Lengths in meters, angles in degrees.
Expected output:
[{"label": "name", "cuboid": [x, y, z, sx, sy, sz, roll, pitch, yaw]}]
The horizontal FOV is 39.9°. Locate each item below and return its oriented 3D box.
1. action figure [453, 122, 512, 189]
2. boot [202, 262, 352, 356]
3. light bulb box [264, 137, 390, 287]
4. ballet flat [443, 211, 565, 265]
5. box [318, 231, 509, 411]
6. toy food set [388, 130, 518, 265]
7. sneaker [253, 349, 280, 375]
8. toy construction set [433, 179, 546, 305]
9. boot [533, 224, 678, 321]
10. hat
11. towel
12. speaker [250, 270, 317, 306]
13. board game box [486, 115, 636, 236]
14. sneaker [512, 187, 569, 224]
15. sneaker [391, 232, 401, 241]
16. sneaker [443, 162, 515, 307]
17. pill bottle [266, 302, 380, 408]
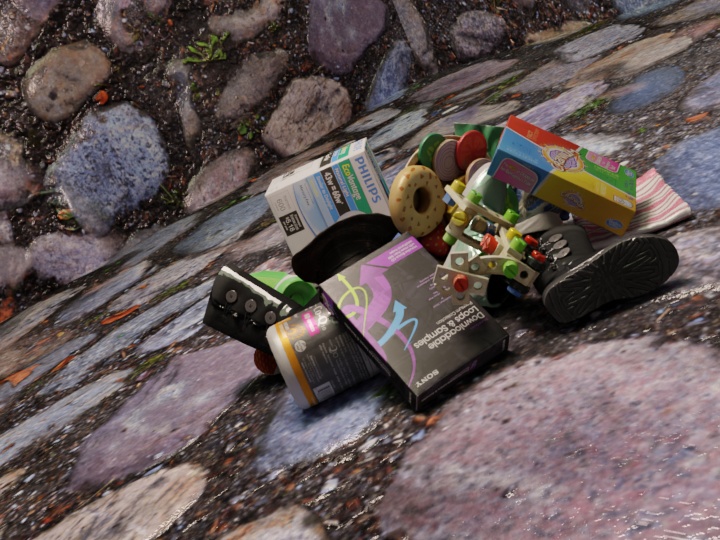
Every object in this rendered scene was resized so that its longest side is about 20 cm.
[{"label": "action figure", "cuboid": [0.190, -0.119, 1.520, 0.116, 0.204, 0.055, 6, 6, 4]}, {"label": "boot", "cuboid": [-0.112, 0.037, 1.395, 0.198, 0.066, 0.167, 23, 83, 29]}, {"label": "light bulb box", "cuboid": [-0.040, -0.104, 1.804, 0.197, 0.200, 0.125, -23, 16, 9]}, {"label": "ballet flat", "cuboid": [0.207, -0.022, 1.408, 0.198, 0.070, 0.069, -26, 15, -6]}, {"label": "box", "cuboid": [0.062, 0.055, 1.187, 0.142, 0.036, 0.200, -31, 58, -21]}, {"label": "toy food set", "cuboid": [0.135, -0.101, 1.434, 0.199, 0.200, 0.048, -51, 25, -18]}, {"label": "sneaker", "cuboid": [-0.065, 0.087, 1.443, 0.197, 0.074, 0.077, -20, 7, 9]}, {"label": "toy construction set", "cuboid": [0.150, -0.029, 1.197, 0.093, 0.130, 0.201, -54, 9, 31]}, {"label": "boot", "cuboid": [0.287, -0.014, 1.223, 0.163, 0.067, 0.200, -22, 11, 7]}, {"label": "hat", "cuboid": [0.000, 0.000, 1.447, 0.198, 0.082, 0.201, -18, -26, -9]}, {"label": "towel", "cuboid": [0.375, -0.086, 1.405, 0.144, 0.030, 0.200, -23, 15, 11]}, {"label": "speaker", "cuboid": [-0.145, 0.048, 1.676, 0.088, 0.090, 0.199, -31, 16, -24]}, {"label": "board game box", "cuboid": [0.278, -0.133, 1.355, 0.153, 0.197, 0.041, -60, -6, -60]}, {"label": "sneaker", "cuboid": [0.274, -0.091, 1.497, 0.084, 0.078, 0.200, 12, -15, -8]}, {"label": "sneaker", "cuboid": [0.063, 0.013, 1.366, 0.078, 0.070, 0.200, -53, -18, -6]}, {"label": "sneaker", "cuboid": [0.182, -0.044, 1.326, 0.117, 0.073, 0.204, 12, 82, 53]}, {"label": "pill bottle", "cuboid": [-0.012, 0.085, 1.272, 0.198, 0.118, 0.116, -26, 15, -4]}]
